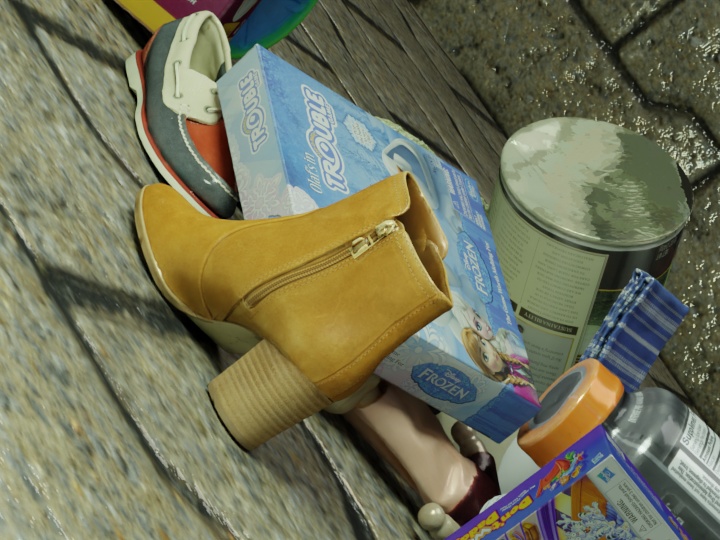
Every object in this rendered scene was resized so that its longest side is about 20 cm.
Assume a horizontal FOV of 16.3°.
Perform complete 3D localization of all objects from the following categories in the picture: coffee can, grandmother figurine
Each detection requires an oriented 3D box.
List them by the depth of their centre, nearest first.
[{"bbox_3d":[0.055,0.132,1.519,0.201,0.060,0.121,54,36,-15],"label":"grandmother figurine"},{"bbox_3d":[0.153,0.009,1.871,0.147,0.145,0.201,-119,-149,-43],"label":"coffee can"}]

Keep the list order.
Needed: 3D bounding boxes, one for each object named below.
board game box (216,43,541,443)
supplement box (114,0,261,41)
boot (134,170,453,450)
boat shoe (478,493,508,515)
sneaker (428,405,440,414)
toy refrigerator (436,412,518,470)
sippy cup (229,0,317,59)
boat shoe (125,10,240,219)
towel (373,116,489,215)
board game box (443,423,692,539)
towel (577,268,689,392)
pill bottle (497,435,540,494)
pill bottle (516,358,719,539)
[{"bbox_3d":[0.011,-0.017,1.505,0.198,0.043,0.201,29,32,-36],"label":"board game box"},{"bbox_3d":[-0.086,-0.254,1.732,0.103,0.200,0.131,39,10,2],"label":"supplement box"},{"bbox_3d":[-0.032,-0.010,1.313,0.071,0.144,0.202,45,12,-45],"label":"boot"},{"bbox_3d":[0.139,0.213,1.485,0.200,0.066,0.074,54,45,-29],"label":"boat shoe"},{"bbox_3d":[0.000,0.000,1.660,0.087,0.074,0.201,-118,-174,-76],"label":"sneaker"},{"bbox_3d":[0.068,0.069,1.755,0.076,0.070,0.200,57,3,-40],"label":"toy refrigerator"},{"bbox_3d":[-0.110,-0.253,1.917,0.130,0.139,0.178,46,-20,30],"label":"sippy cup"},{"bbox_3d":[-0.099,-0.097,1.557,0.071,0.062,0.200,50,11,-32],"label":"boat shoe"},{"bbox_3d":[0.019,-0.070,1.906,0.148,0.037,0.200,13,-17,38],"label":"towel"},{"bbox_3d":[0.144,0.206,1.427,0.200,0.134,0.045,50,10,-17],"label":"board game box"},{"bbox_3d":[0.170,0.099,1.802,0.024,0.201,0.145,32,1,22],"label":"towel"},{"bbox_3d":[0.177,0.167,1.672,0.200,0.116,0.116,31,23,-51],"label":"pill bottle"},{"bbox_3d":[0.187,0.144,1.520,0.200,0.106,0.106,43,11,-9],"label":"pill bottle"}]
